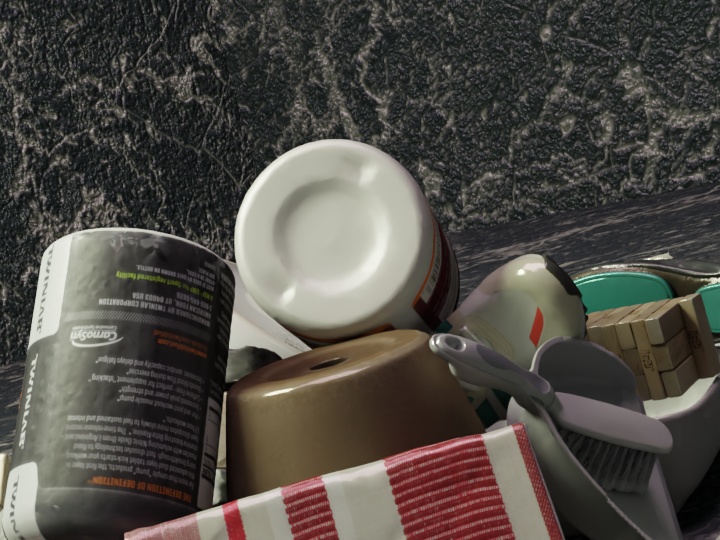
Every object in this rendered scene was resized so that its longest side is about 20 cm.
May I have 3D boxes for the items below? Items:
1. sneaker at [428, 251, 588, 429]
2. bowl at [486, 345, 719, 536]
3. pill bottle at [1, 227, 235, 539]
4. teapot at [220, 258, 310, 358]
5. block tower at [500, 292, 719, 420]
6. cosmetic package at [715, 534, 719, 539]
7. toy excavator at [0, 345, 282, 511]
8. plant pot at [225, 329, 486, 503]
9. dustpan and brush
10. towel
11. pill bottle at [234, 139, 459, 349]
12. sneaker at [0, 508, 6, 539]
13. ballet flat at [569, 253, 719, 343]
[{"bbox_3d":[0.054,0.070,0.929,0.093,0.070,0.200,-37,-7,-45],"label":"sneaker"},{"bbox_3d":[0.150,0.120,1.062,0.199,0.075,0.200,-12,6,22],"label":"bowl"},{"bbox_3d":[-0.124,0.088,0.818,0.106,0.201,0.106,4,-23,2],"label":"pill bottle"},{"bbox_3d":[-0.081,0.094,1.113,0.200,0.147,0.197,35,11,30],"label":"teapot"},{"bbox_3d":[0.129,0.062,1.044,0.199,0.054,0.058,-13,7,32],"label":"block tower"},{"bbox_3d":[0.234,0.126,0.709,0.106,0.091,0.200,-11,9,34],"label":"cosmetic package"},{"bbox_3d":[-0.146,0.126,1.001,0.193,0.100,0.200,3,-25,-8],"label":"toy excavator"},{"bbox_3d":[0.003,0.130,0.837,0.199,0.176,0.200,-16,6,2],"label":"plant pot"},{"bbox_3d":[0.105,0.078,0.838,0.199,0.140,0.057,19,-49,-28],"label":"dustpan and brush"},{"bbox_3d":[0.002,0.161,0.730,0.199,0.145,0.023,-15,-23,-5],"label":"towel"},{"bbox_3d":[0.000,0.000,0.976,0.114,0.115,0.200,-14,-14,7],"label":"pill bottle"},{"bbox_3d":[-0.108,0.200,0.892,0.199,0.116,0.074,16,-47,-34],"label":"sneaker"},{"bbox_3d":[0.233,0.020,1.108,0.199,0.073,0.073,-4,11,35],"label":"ballet flat"}]
